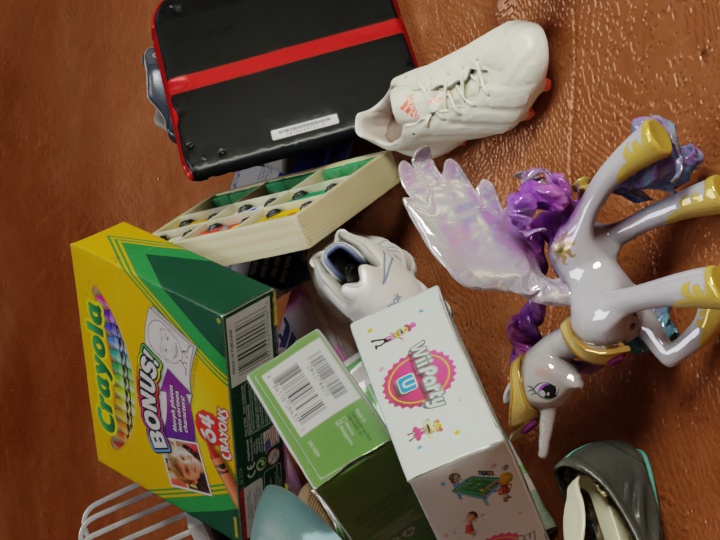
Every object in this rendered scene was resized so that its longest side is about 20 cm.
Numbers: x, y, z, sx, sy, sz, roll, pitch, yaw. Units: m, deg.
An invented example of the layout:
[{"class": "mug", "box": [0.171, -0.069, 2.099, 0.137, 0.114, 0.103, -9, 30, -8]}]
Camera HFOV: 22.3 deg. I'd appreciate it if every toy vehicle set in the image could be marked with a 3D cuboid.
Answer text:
[{"class": "toy vehicle set", "box": [-0.079, -0.040, 1.410, 0.199, 0.124, 0.027, -11, 109, 41]}]

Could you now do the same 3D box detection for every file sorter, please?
[{"class": "file sorter", "box": [-0.162, 0.260, 1.523, 0.200, 0.124, 0.139, -121, 7, -77]}]

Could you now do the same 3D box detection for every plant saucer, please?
[{"class": "plant saucer", "box": [-0.020, 0.240, 1.254, 0.200, 0.036, 0.200, 47, 159, 24]}]

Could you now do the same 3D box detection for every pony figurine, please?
[{"class": "pony figurine", "box": [0.133, -0.006, 1.117, 0.200, 0.166, 0.194, -38, 63, 39]}]

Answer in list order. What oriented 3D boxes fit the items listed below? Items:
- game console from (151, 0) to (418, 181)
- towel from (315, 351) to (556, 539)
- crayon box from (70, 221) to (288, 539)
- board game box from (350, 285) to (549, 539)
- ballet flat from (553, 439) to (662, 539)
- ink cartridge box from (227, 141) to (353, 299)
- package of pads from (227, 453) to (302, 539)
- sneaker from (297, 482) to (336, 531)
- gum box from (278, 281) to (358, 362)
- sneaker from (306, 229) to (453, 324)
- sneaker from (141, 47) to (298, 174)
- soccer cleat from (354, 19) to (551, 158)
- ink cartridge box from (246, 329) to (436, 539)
[{"class": "game console", "box": [-0.059, -0.166, 1.445, 0.031, 0.199, 0.178, 78, 176, -64]}, {"class": "towel", "box": [0.034, 0.142, 1.310, 0.152, 0.023, 0.201, -37, 58, 15]}, {"class": "crayon box", "box": [-0.137, 0.084, 1.384, 0.172, 0.058, 0.201, 22, 126, 38]}, {"class": "board game box", "box": [0.070, 0.132, 1.124, 0.148, 0.064, 0.201, -111, -3, -52]}, {"class": "ballet flat", "box": [0.162, 0.197, 1.111, 0.068, 0.068, 0.201, -57, 41, 46]}, {"class": "ink cartridge box", "box": [-0.072, -0.055, 1.546, 0.200, 0.040, 0.201, -36, 35, 57]}, {"class": "package of pads", "box": [-0.081, 0.195, 1.503, 0.121, 0.075, 0.201, 85, 162, -78]}, {"class": "sneaker", "box": [0.012, 0.253, 1.358, 0.200, 0.070, 0.109, 51, 153, 28]}, {"class": "gum box", "box": [-0.005, 0.108, 1.453, 0.200, 0.066, 0.114, 57, 137, 48]}, {"class": "sneaker", "box": [0.000, 0.000, 1.336, 0.075, 0.087, 0.200, -48, 24, -3]}, {"class": "sneaker", "box": [-0.102, -0.187, 1.518, 0.077, 0.145, 0.203, 78, -154, -62]}, {"class": "soccer cleat", "box": [0.066, -0.124, 1.305, 0.200, 0.077, 0.070, -30, 62, 60]}, {"class": "ink cartridge box", "box": [0.002, 0.137, 1.205, 0.104, 0.059, 0.200, 55, 176, 38]}]
